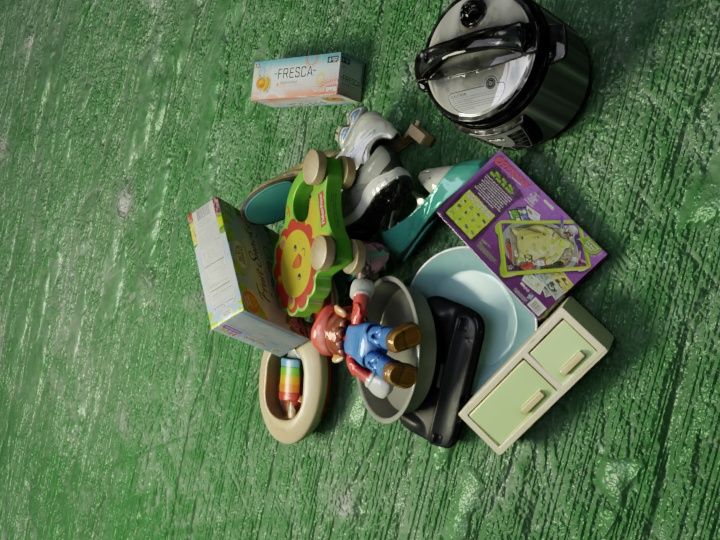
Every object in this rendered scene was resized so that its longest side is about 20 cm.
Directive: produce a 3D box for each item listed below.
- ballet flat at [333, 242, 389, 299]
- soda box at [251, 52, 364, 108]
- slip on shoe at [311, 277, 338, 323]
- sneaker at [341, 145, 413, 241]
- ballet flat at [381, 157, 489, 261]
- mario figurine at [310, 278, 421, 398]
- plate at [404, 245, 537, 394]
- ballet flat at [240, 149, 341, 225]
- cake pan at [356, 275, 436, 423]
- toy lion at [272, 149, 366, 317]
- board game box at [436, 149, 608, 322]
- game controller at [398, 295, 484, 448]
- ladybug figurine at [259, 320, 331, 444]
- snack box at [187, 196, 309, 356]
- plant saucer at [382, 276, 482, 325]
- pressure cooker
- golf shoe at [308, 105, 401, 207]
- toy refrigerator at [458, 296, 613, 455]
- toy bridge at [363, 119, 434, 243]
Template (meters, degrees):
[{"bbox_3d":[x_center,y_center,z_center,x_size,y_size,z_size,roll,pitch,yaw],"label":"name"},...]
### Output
[{"bbox_3d":[0.000,0.000,1.208,0.200,0.070,0.070,139,124,-72],"label":"ballet flat"},{"bbox_3d":[-0.089,-0.308,1.328,0.198,0.063,0.069,7,90,39],"label":"soda box"},{"bbox_3d":[-0.075,0.021,1.233,0.074,0.060,0.202,125,139,-53],"label":"slip on shoe"},{"bbox_3d":[-0.001,-0.099,1.169,0.200,0.073,0.080,-43,57,38],"label":"sneaker"},{"bbox_3d":[0.096,-0.100,1.147,0.070,0.067,0.200,43,118,3],"label":"ballet flat"},{"bbox_3d":[0.018,0.089,1.095,0.124,0.106,0.199,-54,33,-12],"label":"mario figurine"},{"bbox_3d":[0.150,0.067,1.106,0.198,0.025,0.203,4,97,33],"label":"plate"},{"bbox_3d":[-0.102,-0.132,1.269,0.199,0.071,0.071,-29,60,-13],"label":"ballet flat"},{"bbox_3d":[0.048,0.110,1.128,0.200,0.036,0.203,-175,90,-65],"label":"cake pan"},{"bbox_3d":[-0.073,-0.043,1.152,0.191,0.068,0.203,-31,59,52],"label":"toy lion"},{"bbox_3d":[0.205,-0.047,1.046,0.120,0.032,0.200,-44,66,9],"label":"board game box"},{"bbox_3d":[0.107,0.139,1.112,0.104,0.042,0.203,26,110,44],"label":"game controller"},{"bbox_3d":[-0.097,0.171,1.287,0.135,0.072,0.203,7,90,39],"label":"ladybug figurine"},{"bbox_3d":[-0.168,0.012,1.223,0.067,0.168,0.202,-31,57,18],"label":"snack box"},{"bbox_3d":[0.100,0.055,1.169,0.200,0.019,0.070,-44,61,27],"label":"plant saucer"},{"bbox_3d":[0.174,-0.255,1.018,0.176,0.199,0.179,-51,58,23],"label":"pressure cooker"},{"bbox_3d":[-0.008,-0.138,1.208,0.097,0.078,0.202,34,109,34],"label":"golf shoe"},{"bbox_3d":[0.218,0.134,1.018,0.076,0.070,0.200,44,114,10],"label":"toy refrigerator"},{"bbox_3d":[0.039,-0.138,1.230,0.067,0.027,0.201,44,114,34],"label":"toy bridge"}]
